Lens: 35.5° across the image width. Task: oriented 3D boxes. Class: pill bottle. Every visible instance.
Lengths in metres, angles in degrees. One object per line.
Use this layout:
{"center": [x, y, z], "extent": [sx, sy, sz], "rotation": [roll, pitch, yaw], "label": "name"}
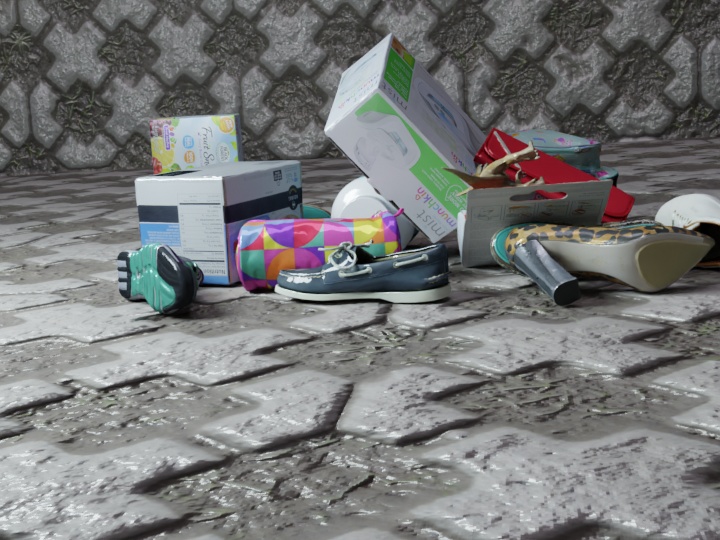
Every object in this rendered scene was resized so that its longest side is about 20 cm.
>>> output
{"center": [0.024, -0.073, 1.472], "extent": [0.110, 0.112, 0.200], "rotation": [-2, 10, 12], "label": "pill bottle"}

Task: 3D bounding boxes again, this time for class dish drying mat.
{"center": [0.240, -0.114, 1.383], "extent": [0.199, 0.018, 0.077], "rotation": [27, 41, 8], "label": "dish drying mat"}

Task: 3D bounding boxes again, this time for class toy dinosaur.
{"center": [0.151, -0.100, 1.242], "extent": [0.100, 0.059, 0.200], "rotation": [-18, 0, 14], "label": "toy dinosaur"}

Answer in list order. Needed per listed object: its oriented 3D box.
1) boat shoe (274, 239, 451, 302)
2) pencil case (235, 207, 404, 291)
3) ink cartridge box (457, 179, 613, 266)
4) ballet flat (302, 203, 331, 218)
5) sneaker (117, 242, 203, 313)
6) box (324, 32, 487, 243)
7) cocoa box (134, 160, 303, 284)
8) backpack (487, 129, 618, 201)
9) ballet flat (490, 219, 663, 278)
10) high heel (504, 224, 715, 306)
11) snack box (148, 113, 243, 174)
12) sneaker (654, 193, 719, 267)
{"center": [0.000, 0.000, 1.206], "extent": [0.198, 0.063, 0.075], "rotation": [0, 12, 24], "label": "boat shoe"}
{"center": [-0.045, -0.023, 1.300], "extent": [0.198, 0.089, 0.088], "rotation": [-5, 10, -2], "label": "pencil case"}
{"center": [0.192, -0.067, 1.282], "extent": [0.160, 0.051, 0.200], "rotation": [-4, -26, 2], "label": "ink cartridge box"}
{"center": [-0.135, -0.054, 1.604], "extent": [0.198, 0.069, 0.072], "rotation": [-9, -9, -8], "label": "ballet flat"}
{"center": [-0.203, 0.002, 1.250], "extent": [0.087, 0.075, 0.199], "rotation": [-4, 8, -29], "label": "sneaker"}
{"center": [0.062, -0.165, 1.397], "extent": [0.096, 0.200, 0.177], "rotation": [-37, 20, 25], "label": "box"}
{"center": [-0.173, -0.064, 1.430], "extent": [0.132, 0.133, 0.200], "rotation": [2, 11, 25], "label": "cocoa box"}
{"center": [0.225, -0.108, 1.497], "extent": [0.198, 0.155, 0.176], "rotation": [-13, 17, -14], "label": "backpack"}
{"center": [0.245, -0.020, 1.254], "extent": [0.198, 0.069, 0.075], "rotation": [-3, -10, 7], "label": "ballet flat"}
{"center": [0.256, -0.031, 1.182], "extent": [0.198, 0.072, 0.143], "rotation": [-14, 30, -14], "label": "high heel"}
{"center": [-0.366, -0.263, 2.532], "extent": [0.198, 0.171, 0.068], "rotation": [-3, 11, 5], "label": "snack box"}
{"center": [0.385, -0.047, 1.295], "extent": [0.084, 0.074, 0.200], "rotation": [-4, 11, -19], "label": "sneaker"}
